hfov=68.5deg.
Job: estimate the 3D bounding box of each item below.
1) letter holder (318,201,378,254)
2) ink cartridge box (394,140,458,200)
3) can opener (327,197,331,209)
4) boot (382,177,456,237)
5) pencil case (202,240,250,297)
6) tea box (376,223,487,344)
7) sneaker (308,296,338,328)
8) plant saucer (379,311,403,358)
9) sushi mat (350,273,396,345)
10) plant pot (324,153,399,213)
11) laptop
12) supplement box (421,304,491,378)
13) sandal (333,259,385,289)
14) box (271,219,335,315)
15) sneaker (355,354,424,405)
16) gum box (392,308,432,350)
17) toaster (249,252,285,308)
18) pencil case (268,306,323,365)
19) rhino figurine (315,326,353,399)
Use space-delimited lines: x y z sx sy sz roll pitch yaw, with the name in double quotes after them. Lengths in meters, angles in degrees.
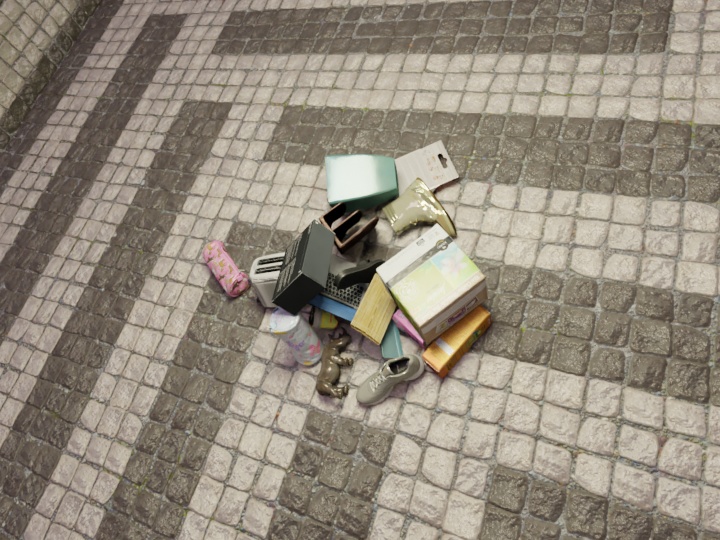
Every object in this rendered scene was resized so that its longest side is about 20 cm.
-0.029 -0.136 1.505 0.141 0.200 0.101 -37 88 -2 "letter holder"
0.183 -0.291 1.614 0.197 0.050 0.163 -22 59 5 "ink cartridge box"
-0.006 -0.230 1.653 0.196 0.053 0.067 -12 26 12 "can opener"
0.169 -0.145 1.524 0.154 0.072 0.201 -38 78 11 "boot"
-0.425 -0.009 1.663 0.086 0.083 0.200 -42 58 -4 "pencil case"
0.179 0.034 1.315 0.199 0.134 0.197 -37 60 -3 "tea box"
-0.090 0.084 1.510 0.089 0.078 0.203 17 54 -12 "sneaker"
0.069 0.144 1.425 0.019 0.069 0.203 -43 47 44 "plant saucer"
0.045 0.099 1.407 0.095 0.012 0.201 35 47 -7 "sushi mat"
0.010 -0.258 1.548 0.196 0.141 0.144 -6 83 9 "plant pot"
-0.050 0.043 1.429 0.185 0.116 0.203 24 66 -17 "laptop"
0.246 0.173 1.341 0.069 0.067 0.200 37 81 31 "supplement box"
0.000 -0.001 1.451 0.048 0.199 0.076 44 125 29 "sandal"
-0.142 -0.010 1.347 0.141 0.078 0.202 -43 26 37 "box"
0.062 0.267 1.337 0.199 0.092 0.076 -36 58 9 "sneaker"
0.190 0.103 1.395 0.200 0.066 0.113 -45 60 -7 "gum box"
-0.236 0.028 1.538 0.196 0.130 0.115 -7 43 16 "toaster"
-0.167 0.175 1.409 0.082 0.201 0.091 27 69 36 "pencil case"
-0.068 0.245 1.420 0.086 0.060 0.203 -1 62 21 "rhino figurine"
